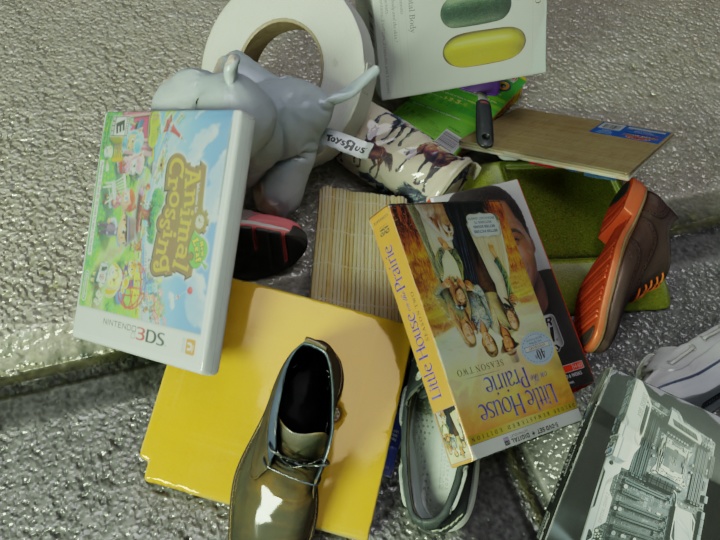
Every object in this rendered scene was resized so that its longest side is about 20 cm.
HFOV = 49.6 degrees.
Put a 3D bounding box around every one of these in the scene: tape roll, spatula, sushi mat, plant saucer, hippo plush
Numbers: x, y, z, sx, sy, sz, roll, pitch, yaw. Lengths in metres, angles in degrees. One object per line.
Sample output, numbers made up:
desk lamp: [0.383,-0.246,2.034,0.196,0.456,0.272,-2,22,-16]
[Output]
tape roll: [-0.078,-0.209,0.831,0.201,0.206,0.037,35,13,18]
spatula: [0.141,-0.199,0.912,0.055,0.021,0.202,10,38,-2]
sushi mat: [0.000,0.000,0.740,0.093,0.012,0.204,6,51,-5]
plant saucer: [0.223,-0.051,0.840,0.194,0.048,0.203,-2,53,-11]
hippo plush: [-0.106,-0.120,0.732,0.195,0.164,0.160,13,18,22]

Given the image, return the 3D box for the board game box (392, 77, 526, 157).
board game box: [0.120,-0.202,0.951,0.095,0.030,0.200,33,57,15]

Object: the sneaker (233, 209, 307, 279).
sneaker: [-0.148,-0.049,0.761,0.194,0.075,0.088,2,51,-8]

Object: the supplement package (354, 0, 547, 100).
supplement package: [0.099,-0.309,0.903,0.194,0.155,0.152,-10,32,-5]

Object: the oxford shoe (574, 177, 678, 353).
oxford shoe: [0.259,0.001,0.742,0.071,0.071,0.202,28,62,0]

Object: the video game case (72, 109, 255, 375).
video game case: [-0.170,-0.031,0.650,0.179,0.022,0.206,8,89,37]

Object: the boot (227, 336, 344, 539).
boot: [-0.059,0.144,0.569,0.073,0.097,0.205,13,73,2]

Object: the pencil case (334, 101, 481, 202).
pencil case: [0.031,-0.135,0.852,0.198,0.078,0.090,35,72,18]

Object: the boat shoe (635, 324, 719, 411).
boat shoe: [0.290,0.106,0.727,0.196,0.075,0.066,-16,45,-28]

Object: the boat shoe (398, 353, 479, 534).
boat shoe: [0.070,0.108,0.638,0.074,0.060,0.206,-6,72,20]

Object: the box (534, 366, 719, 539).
box: [0.257,0.193,0.618,0.196,0.050,0.161,25,83,10]

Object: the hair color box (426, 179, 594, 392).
hair color box: [0.128,0.026,0.725,0.099,0.061,0.204,-13,72,-18]

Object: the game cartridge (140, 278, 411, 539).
game cartridge: [-0.067,0.108,0.647,0.195,0.033,0.181,14,74,4]

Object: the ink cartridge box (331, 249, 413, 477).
ink cartridge box: [0.009,0.078,0.714,0.097,0.040,0.203,15,53,2]

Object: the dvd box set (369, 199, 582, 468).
dvd box set: [0.095,0.041,0.631,0.144,0.029,0.205,-5,71,-41]

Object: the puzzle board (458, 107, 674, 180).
puzzle board: [0.230,-0.143,0.872,0.197,0.018,0.150,18,34,33]
